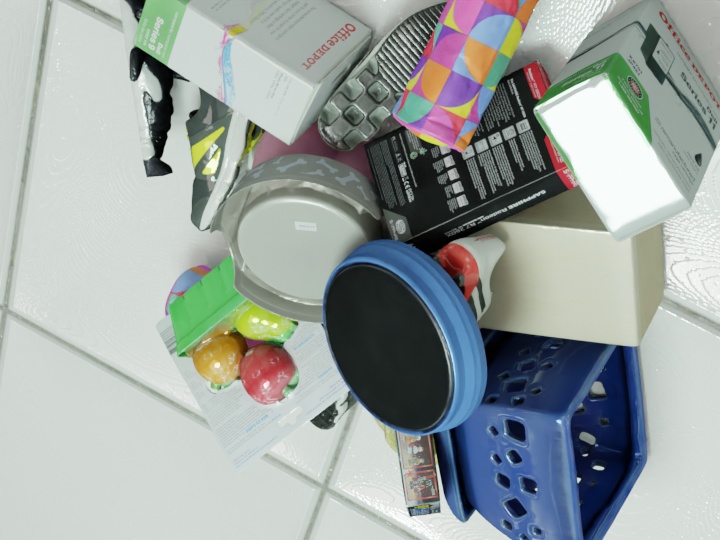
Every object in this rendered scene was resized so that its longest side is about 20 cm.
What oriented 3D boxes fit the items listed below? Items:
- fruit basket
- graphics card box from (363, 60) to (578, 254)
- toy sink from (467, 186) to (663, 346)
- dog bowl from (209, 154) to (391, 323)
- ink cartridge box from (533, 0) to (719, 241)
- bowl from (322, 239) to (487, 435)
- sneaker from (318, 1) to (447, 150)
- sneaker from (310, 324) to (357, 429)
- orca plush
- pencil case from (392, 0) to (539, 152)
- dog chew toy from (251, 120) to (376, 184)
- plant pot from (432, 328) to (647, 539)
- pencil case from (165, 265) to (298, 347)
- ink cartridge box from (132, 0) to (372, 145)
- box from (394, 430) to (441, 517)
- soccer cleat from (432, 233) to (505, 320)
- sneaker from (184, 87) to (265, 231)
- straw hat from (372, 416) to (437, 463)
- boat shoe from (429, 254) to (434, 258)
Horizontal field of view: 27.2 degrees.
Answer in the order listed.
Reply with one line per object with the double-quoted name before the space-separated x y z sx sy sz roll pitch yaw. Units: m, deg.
"fruit basket" -0.116 0.091 1.646 0.185 0.094 0.201 -39 77 22
"graphics card box" 0.111 -0.106 1.465 0.199 0.126 0.051 -25 152 14
"toy sink" 0.200 -0.015 1.519 0.199 0.112 0.131 5 121 25
"dog bowl" -0.053 -0.035 1.530 0.198 0.059 0.201 7 135 7
"ink cartridge box" 0.252 -0.143 1.353 0.083 0.200 0.147 -27 106 34
"bowl" 0.038 0.070 1.461 0.200 0.039 0.202 28 131 38
"sneaker" 0.038 -0.209 1.513 0.199 0.089 0.074 -36 104 14
"sneaker" -0.009 0.089 1.681 0.066 0.090 0.201 37 135 22
"orca plush" -0.216 -0.206 1.639 0.070 0.105 0.202 -8 84 -5
"pencil case" 0.105 -0.214 1.409 0.088 0.088 0.201 28 97 9
"dog chew toy" -0.013 -0.093 1.584 0.198 0.125 0.125 17 127 10
"plant pot" 0.186 0.167 1.593 0.179 0.200 0.201 8 124 30
"pencil case" -0.130 0.060 1.755 0.199 0.088 0.089 20 127 15
"ink cartridge box" -0.108 -0.238 1.520 0.199 0.145 0.088 31 130 7
"box" 0.055 0.160 1.610 0.040 0.137 0.202 -8 75 1
"soccer cleat" 0.091 0.046 1.490 0.069 0.085 0.201 40 135 27
"sneaker" -0.160 -0.138 1.670 0.084 0.074 0.201 31 121 14
"straw hat" 0.067 0.169 1.726 0.200 0.085 0.202 14 126 21
"boat shoe" -0.002 0.004 1.646 0.201 0.075 0.075 21 139 9
